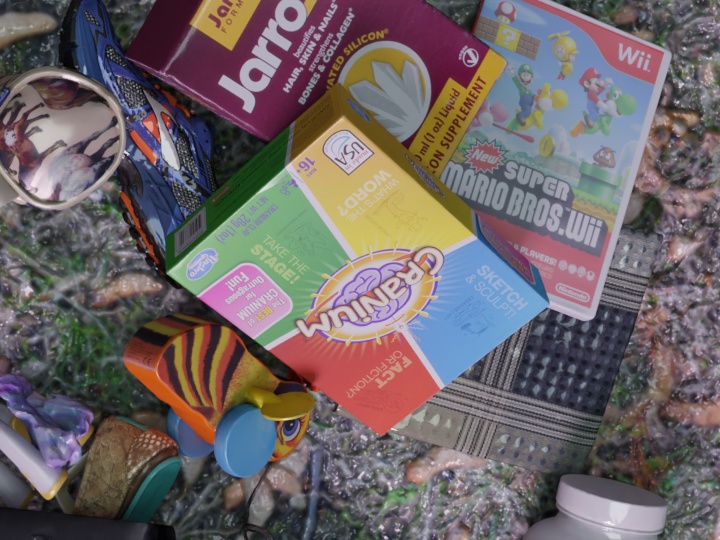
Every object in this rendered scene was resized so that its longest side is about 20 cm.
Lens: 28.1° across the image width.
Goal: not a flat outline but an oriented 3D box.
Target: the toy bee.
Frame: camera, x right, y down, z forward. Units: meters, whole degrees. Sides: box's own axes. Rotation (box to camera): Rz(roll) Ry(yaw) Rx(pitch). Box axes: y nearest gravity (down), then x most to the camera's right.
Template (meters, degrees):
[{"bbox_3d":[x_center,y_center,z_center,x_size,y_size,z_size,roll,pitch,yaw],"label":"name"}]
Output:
[{"bbox_3d":[-0.079,0.088,0.969,0.130,0.201,0.109,26,60,24],"label":"toy bee"}]

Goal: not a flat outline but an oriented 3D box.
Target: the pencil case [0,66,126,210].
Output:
[{"bbox_3d":[-0.206,-0.082,0.884,0.089,0.200,0.078,-26,105,-17],"label":"pencil case"}]

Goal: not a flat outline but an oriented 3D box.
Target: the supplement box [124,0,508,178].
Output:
[{"bbox_3d":[-0.028,-0.136,0.919,0.199,0.103,0.132,30,92,-26],"label":"supplement box"}]

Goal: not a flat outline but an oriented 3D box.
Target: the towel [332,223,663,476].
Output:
[{"bbox_3d":[0.094,0.035,1.017,0.198,0.035,0.195,17,96,-11],"label":"towel"}]

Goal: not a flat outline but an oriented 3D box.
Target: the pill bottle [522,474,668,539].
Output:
[{"bbox_3d":[0.156,0.250,1.000,0.111,0.112,0.202,11,94,-8],"label":"pill bottle"}]

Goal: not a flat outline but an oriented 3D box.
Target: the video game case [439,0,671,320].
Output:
[{"bbox_3d":[0.123,-0.084,0.988,0.142,0.017,0.202,20,79,-9],"label":"video game case"}]

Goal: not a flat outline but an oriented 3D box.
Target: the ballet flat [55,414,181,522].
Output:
[{"bbox_3d":[-0.185,0.179,0.969,0.065,0.070,0.201,38,109,20],"label":"ballet flat"}]

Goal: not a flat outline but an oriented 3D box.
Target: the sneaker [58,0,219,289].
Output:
[{"bbox_3d":[-0.139,-0.091,0.957,0.078,0.075,0.202,-29,101,-20],"label":"sneaker"}]

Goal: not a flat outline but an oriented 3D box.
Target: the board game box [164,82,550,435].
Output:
[{"bbox_3d":[0.000,0.000,0.906,0.153,0.040,0.200,-40,121,19],"label":"board game box"}]

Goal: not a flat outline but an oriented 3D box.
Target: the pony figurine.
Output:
[{"bbox_3d":[-0.262,0.064,0.898,0.200,0.193,0.167,40,63,-10],"label":"pony figurine"}]

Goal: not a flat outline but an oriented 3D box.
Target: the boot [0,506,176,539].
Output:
[{"bbox_3d":[-0.219,0.230,0.909,0.198,0.066,0.167,3,95,10],"label":"boot"}]
